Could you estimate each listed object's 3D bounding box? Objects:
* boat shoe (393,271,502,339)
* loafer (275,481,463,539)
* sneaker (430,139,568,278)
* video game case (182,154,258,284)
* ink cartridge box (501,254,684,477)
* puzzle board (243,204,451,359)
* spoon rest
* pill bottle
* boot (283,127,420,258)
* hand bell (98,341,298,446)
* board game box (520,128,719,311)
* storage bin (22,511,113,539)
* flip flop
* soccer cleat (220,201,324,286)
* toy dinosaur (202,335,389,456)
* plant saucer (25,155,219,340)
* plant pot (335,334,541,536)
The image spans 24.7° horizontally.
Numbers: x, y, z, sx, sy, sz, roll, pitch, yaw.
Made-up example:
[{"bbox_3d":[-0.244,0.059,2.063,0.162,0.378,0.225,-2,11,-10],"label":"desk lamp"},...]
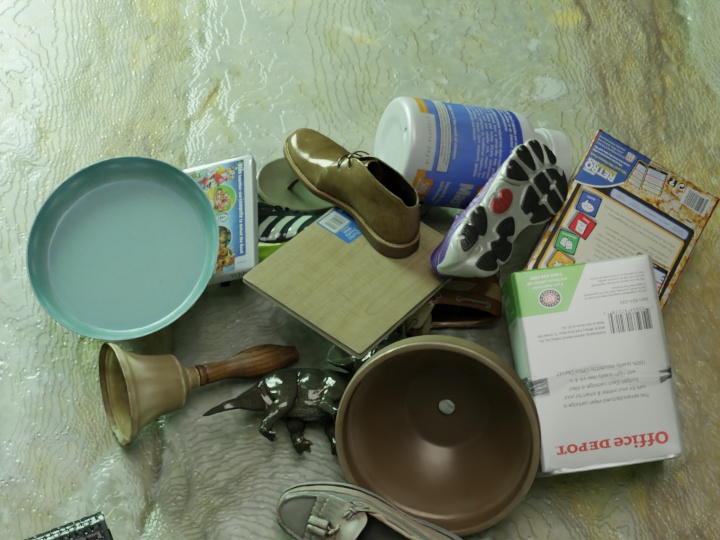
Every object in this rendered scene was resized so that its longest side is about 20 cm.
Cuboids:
[{"bbox_3d":[0.055,0.034,1.711,0.198,0.076,0.074,-8,61,-7],"label":"boat shoe"},{"bbox_3d":[0.011,0.254,1.562,0.198,0.063,0.073,18,99,6],"label":"loafer"},{"bbox_3d":[0.136,-0.063,1.683,0.200,0.083,0.081,-42,104,-34],"label":"sneaker"},{"bbox_3d":[-0.204,-0.040,1.741,0.198,0.018,0.144,-12,57,13],"label":"video game case"},{"bbox_3d":[0.229,0.097,1.634,0.144,0.084,0.202,-7,80,-4],"label":"ink cartridge box"},{"bbox_3d":[0.000,0.000,1.665,0.150,0.018,0.200,32,47,22],"label":"puzzle board"},{"bbox_3d":[-0.263,-0.021,1.703,0.099,0.061,0.201,-31,55,-1],"label":"spoon rest"},{"bbox_3d":[0.123,-0.120,1.773,0.198,0.112,0.113,6,56,-20],"label":"pill bottle"},{"bbox_3d":[-0.005,-0.102,1.706,0.073,0.076,0.200,-27,53,-31],"label":"boot"},{"bbox_3d":[-0.156,0.106,1.665,0.198,0.104,0.105,-11,58,-25],"label":"hand bell"},{"bbox_3d":[0.267,-0.025,1.732,0.151,0.046,0.201,30,73,2],"label":"board game box"},{"bbox_3d":[-0.238,0.336,1.469,0.093,0.136,0.201,-19,60,-14],"label":"storage bin"},{"bbox_3d":[-0.018,-0.096,1.797,0.198,0.058,0.082,7,58,1],"label":"flip flop"},{"bbox_3d":[-0.077,-0.042,1.758,0.198,0.068,0.082,-10,57,-6],"label":"soccer cleat"},{"bbox_3d":[-0.057,0.131,1.657,0.198,0.077,0.103,-14,39,4],"label":"toy dinosaur"},{"bbox_3d":[-0.238,-0.020,1.662,0.198,0.027,0.202,-2,68,5],"label":"plant saucer"},{"bbox_3d":[0.080,0.149,1.601,0.199,0.203,0.093,13,21,6],"label":"plant pot"}]
